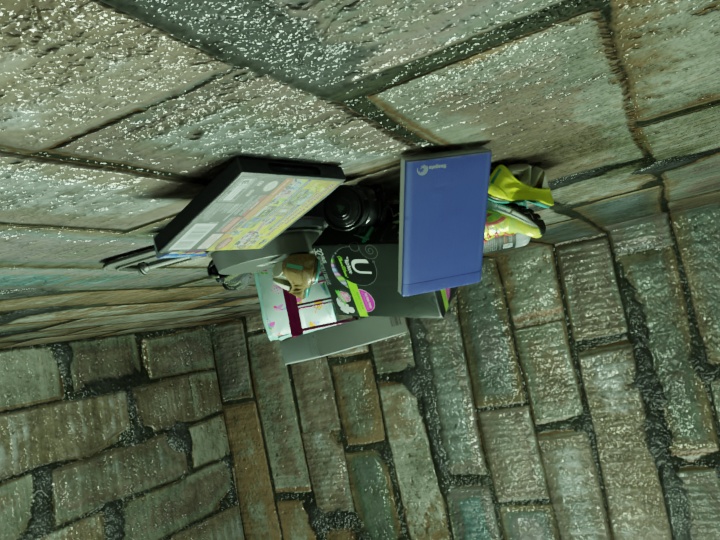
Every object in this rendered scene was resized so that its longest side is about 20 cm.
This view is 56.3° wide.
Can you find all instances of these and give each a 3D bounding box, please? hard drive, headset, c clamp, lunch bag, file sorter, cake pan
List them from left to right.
[{"bbox_3d":[-0.375,-0.019,1.276,0.198,0.027,0.171,-13,175,14],"label":"c clamp"},{"bbox_3d":[-0.156,-0.029,1.129,0.198,0.037,0.200,-12,175,-1],"label":"cake pan"},{"bbox_3d":[-0.145,0.046,1.510,0.168,0.202,0.122,-12,174,0],"label":"lunch bag"},{"bbox_3d":[-0.092,0.018,1.334,0.124,0.202,0.139,-11,175,-11],"label":"file sorter"},{"bbox_3d":[-0.002,-0.109,1.006,0.198,0.095,0.123,4,-171,37],"label":"headset"},{"bbox_3d":[0.118,-0.068,0.958,0.131,0.202,0.025,-10,-152,-19],"label":"hard drive"}]

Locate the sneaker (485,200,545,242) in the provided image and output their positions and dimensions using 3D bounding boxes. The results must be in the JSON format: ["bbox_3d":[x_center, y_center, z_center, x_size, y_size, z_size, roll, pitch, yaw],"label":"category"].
[{"bbox_3d":[0.220,-0.079,1.151,0.199,0.091,0.078,21,-167,34],"label":"sneaker"}]

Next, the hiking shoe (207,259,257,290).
[{"bbox_3d":[-0.283,-0.007,1.442,0.100,0.077,0.200,1,161,-25],"label":"hiking shoe"}]

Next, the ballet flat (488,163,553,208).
[{"bbox_3d":[0.278,-0.145,1.132,0.199,0.068,0.067,-1,-154,-47],"label":"ballet flat"}]

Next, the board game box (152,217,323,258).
[{"bbox_3d":[-0.197,-0.064,1.093,0.198,0.042,0.199,-16,173,41],"label":"board game box"}]

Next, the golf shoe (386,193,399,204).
[{"bbox_3d":[0.077,-0.089,1.151,0.198,0.093,0.072,-11,176,28],"label":"golf shoe"}]

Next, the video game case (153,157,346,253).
[{"bbox_3d":[-0.145,-0.081,0.886,0.199,0.026,0.180,-34,162,37],"label":"video game case"}]

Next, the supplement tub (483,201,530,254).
[{"bbox_3d":[0.209,-0.088,1.264,0.198,0.124,0.123,-12,175,3],"label":"supplement tub"}]

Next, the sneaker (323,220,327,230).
[{"bbox_3d":[0.019,-0.047,1.265,0.198,0.090,0.080,4,-175,-24],"label":"sneaker"}]

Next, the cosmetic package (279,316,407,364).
[{"bbox_3d":[-0.033,0.126,1.284,0.198,0.052,0.150,-12,176,-33],"label":"cosmetic package"}]

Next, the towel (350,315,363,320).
[{"bbox_3d":[0.000,0.000,1.364,0.036,0.202,0.148,6,172,-7],"label":"towel"}]

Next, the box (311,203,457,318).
[{"bbox_3d":[0.049,-0.017,1.101,0.198,0.150,0.125,0,-144,30],"label":"box"}]

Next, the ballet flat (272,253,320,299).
[{"bbox_3d":[-0.110,0.007,1.112,0.072,0.069,0.200,9,173,-7],"label":"ballet flat"}]
